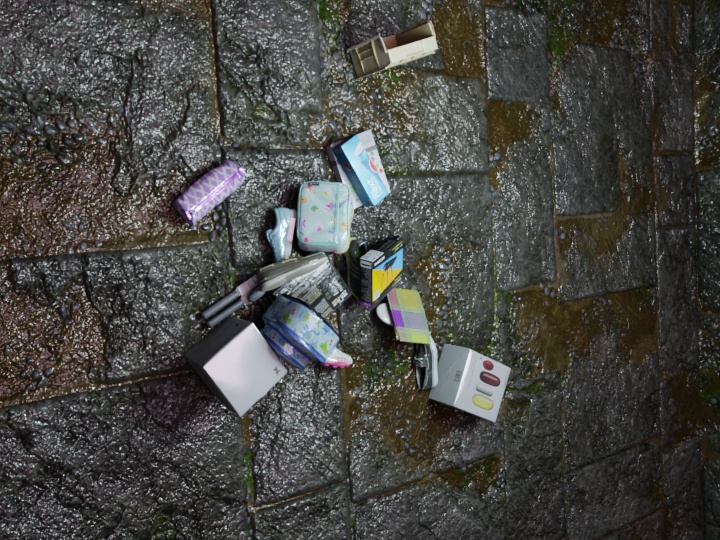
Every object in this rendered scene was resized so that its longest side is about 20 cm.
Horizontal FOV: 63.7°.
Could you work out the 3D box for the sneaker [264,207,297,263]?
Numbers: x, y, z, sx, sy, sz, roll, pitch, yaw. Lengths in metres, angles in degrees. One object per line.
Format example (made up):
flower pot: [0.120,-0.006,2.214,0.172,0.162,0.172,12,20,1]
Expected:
sneaker: [-0.234,-0.079,1.634,0.080,0.074,0.205,10,83,-12]

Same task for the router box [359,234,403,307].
router box: [0.065,-0.001,1.746,0.199,0.050,0.153,-39,135,-50]

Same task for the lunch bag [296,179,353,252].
lunch bag: [-0.100,-0.157,1.639,0.156,0.077,0.205,2,73,1]

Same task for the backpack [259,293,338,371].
backpack: [-0.159,0.168,1.504,0.183,0.199,0.148,43,73,-25]

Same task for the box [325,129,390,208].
box: [-0.006,-0.307,1.771,0.154,0.041,0.204,-25,105,-27]

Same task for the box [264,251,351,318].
box: [-0.150,0.065,1.669,0.200,0.086,0.165,-43,111,-22]

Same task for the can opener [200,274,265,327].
can opener: [-0.336,0.082,1.570,0.199,0.066,0.054,-37,108,-25]

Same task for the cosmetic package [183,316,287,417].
cosmetic package: [-0.326,0.241,1.505,0.167,0.199,0.168,-41,110,-23]

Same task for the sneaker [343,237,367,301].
sneaker: [0.000,0.000,1.760,0.073,0.080,0.205,-19,101,-28]

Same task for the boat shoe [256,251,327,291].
boat shoe: [-0.185,-0.011,1.571,0.198,0.072,0.061,-24,76,-13]

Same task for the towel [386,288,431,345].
towel: [0.149,0.140,1.828,0.141,0.023,0.204,10,52,-33]

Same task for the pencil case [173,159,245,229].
pencil case: [-0.396,-0.205,1.516,0.200,0.085,0.084,-48,115,-21]

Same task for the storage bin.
storage bin: [0.097,-0.659,1.732,0.197,0.197,0.096,-26,108,-27]

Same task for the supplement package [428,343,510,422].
supplement package: [0.368,0.378,1.953,0.197,0.146,0.195,24,79,-28]

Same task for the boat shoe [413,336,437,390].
boat shoe: [0.209,0.298,1.898,0.070,0.071,0.205,-18,102,-33]

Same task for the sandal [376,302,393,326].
sandal: [0.127,0.153,1.856,0.199,0.050,0.084,7,49,-36]

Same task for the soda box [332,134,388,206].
soda box: [0.001,-0.293,1.716,0.068,0.064,0.202,-39,110,-22]

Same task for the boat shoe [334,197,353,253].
boat shoe: [-0.060,-0.152,1.714,0.069,0.064,0.206,0,94,14]

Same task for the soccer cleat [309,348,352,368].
soccer cleat: [-0.104,0.236,1.710,0.196,0.069,0.089,12,90,-30]
